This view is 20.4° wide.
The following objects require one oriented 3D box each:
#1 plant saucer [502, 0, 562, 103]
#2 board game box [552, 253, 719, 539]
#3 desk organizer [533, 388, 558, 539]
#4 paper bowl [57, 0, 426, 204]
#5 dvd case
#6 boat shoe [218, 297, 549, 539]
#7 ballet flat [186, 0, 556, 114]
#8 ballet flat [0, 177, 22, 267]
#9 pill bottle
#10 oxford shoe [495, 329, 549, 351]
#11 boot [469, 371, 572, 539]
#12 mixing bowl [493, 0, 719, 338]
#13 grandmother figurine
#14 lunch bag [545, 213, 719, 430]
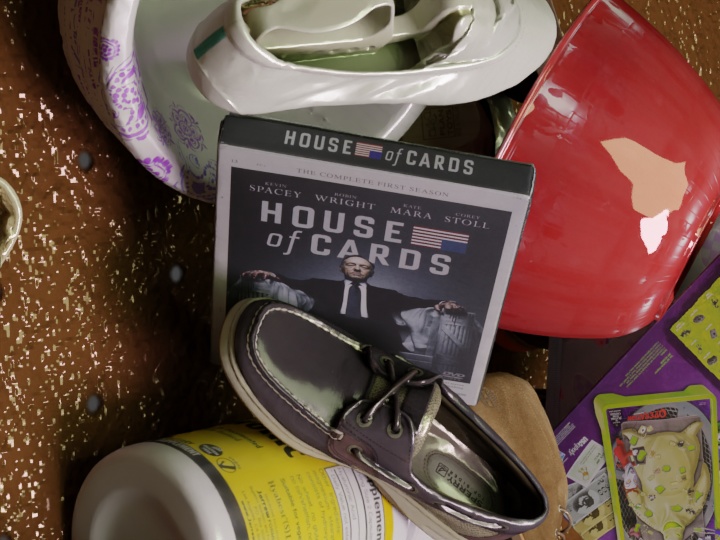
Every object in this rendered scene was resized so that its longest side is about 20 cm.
[{"bbox_3d":[0.075,-0.181,1.188,0.200,0.034,0.201,57,20,-34],"label":"plant saucer"},{"bbox_3d":[0.191,0.090,1.127,0.120,0.200,0.032,49,33,15],"label":"board game box"},{"bbox_3d":[0.073,0.175,1.217,0.077,0.072,0.201,-11,100,-59],"label":"desk organizer"},{"bbox_3d":[-0.055,-0.141,1.006,0.200,0.104,0.201,-17,126,-25],"label":"paper bowl"},{"bbox_3d":[0.000,0.000,1.010,0.200,0.150,0.025,98,2,-57],"label":"dvd case"},{"bbox_3d":[0.017,0.075,1.014,0.200,0.065,0.072,41,55,-23],"label":"boat shoe"},{"bbox_3d":[0.017,-0.114,0.948,0.199,0.069,0.070,-10,100,-25],"label":"ballet flat"},{"bbox_3d":[-0.216,0.028,0.887,0.200,0.069,0.070,-57,130,-31],"label":"ballet flat"},{"bbox_3d":[-0.045,0.132,1.057,0.200,0.111,0.112,-7,97,-50],"label":"pill bottle"},{"bbox_3d":[0.084,-0.011,1.231,0.200,0.072,0.071,35,65,-44],"label":"oxford shoe"},{"bbox_3d":[0.096,0.152,1.124,0.075,0.074,0.201,-17,86,-33],"label":"boot"},{"bbox_3d":[0.135,-0.039,1.079,0.200,0.108,0.200,-58,168,-19],"label":"mixing bowl"},{"bbox_3d":[0.055,-0.079,1.148,0.200,0.060,0.122,-45,135,-79],"label":"grandmother figurine"},{"bbox_3d":[0.205,0.059,1.199,0.127,0.169,0.201,-3,96,-57],"label":"lunch bag"}]
